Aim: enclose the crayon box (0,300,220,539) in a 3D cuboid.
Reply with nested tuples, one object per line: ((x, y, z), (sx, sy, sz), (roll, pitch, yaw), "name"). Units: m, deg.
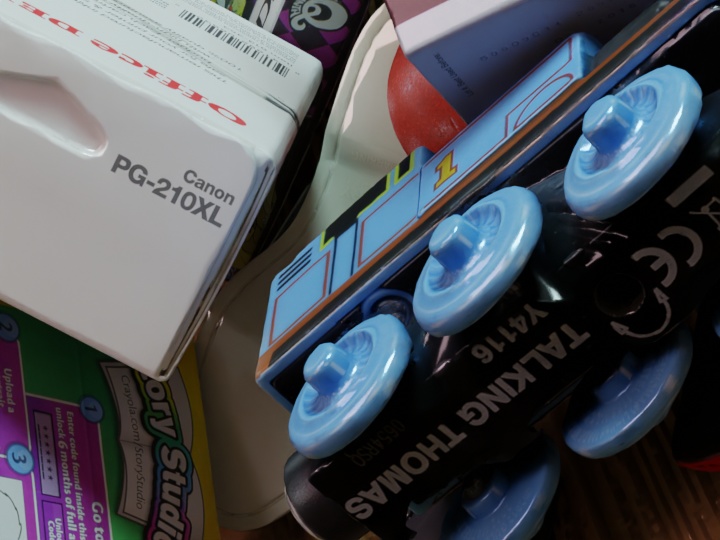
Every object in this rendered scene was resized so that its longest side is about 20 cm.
((-0.124, 0.091, 0.827), (0.058, 0.172, 0.201), (-33, 54, 38), "crayon box")

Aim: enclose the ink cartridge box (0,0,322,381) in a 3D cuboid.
((-0.098, -0.053, 0.884), (0.085, 0.144, 0.200), (-62, 3, 13), "ink cartridge box")

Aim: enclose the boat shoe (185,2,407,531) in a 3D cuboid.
((0.000, 0.000, 0.920), (0.201, 0.073, 0.062), (-66, -17, 0), "boat shoe")

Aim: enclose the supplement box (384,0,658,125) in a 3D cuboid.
((0.041, -0.157, 0.780), (0.108, 0.061, 0.201), (-24, 65, 14), "supplement box")

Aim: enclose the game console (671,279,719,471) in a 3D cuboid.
((0.158, -0.051, 0.707), (0.177, 0.031, 0.201), (-24, 42, 49), "game console")

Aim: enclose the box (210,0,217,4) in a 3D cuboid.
((-0.121, -0.122, 1.076), (0.117, 0.049, 0.200), (-22, 29, 3), "box")

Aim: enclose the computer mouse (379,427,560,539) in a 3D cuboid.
((0.039, 0.038, 0.818), (0.059, 0.034, 0.201), (-28, 39, 47), "computer mouse")

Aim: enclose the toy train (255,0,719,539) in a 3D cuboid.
((0.053, -0.004, 0.726), (0.200, 0.087, 0.114), (-42, 23, 24), "toy train")

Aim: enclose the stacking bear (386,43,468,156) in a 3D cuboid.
((0.063, -0.111, 0.849), (0.121, 0.113, 0.201), (-23, 45, 51), "stacking bear")

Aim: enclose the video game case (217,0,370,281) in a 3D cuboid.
((-0.039, -0.124, 1.069), (0.200, 0.036, 0.182), (-100, 30, -54), "video game case")
